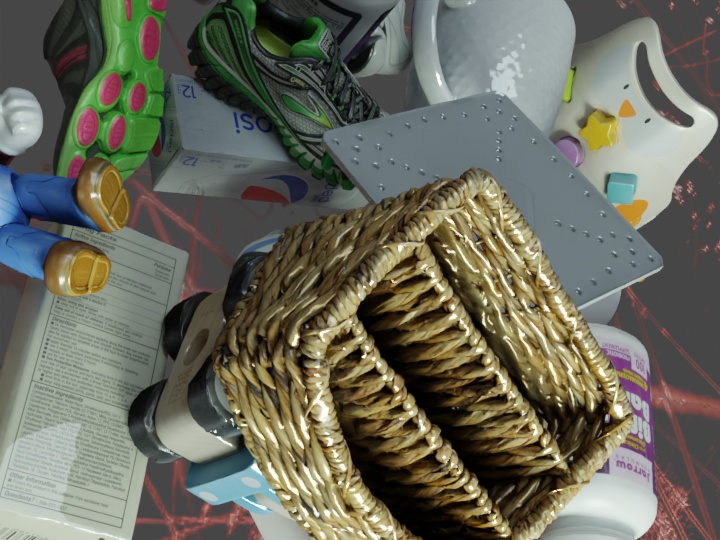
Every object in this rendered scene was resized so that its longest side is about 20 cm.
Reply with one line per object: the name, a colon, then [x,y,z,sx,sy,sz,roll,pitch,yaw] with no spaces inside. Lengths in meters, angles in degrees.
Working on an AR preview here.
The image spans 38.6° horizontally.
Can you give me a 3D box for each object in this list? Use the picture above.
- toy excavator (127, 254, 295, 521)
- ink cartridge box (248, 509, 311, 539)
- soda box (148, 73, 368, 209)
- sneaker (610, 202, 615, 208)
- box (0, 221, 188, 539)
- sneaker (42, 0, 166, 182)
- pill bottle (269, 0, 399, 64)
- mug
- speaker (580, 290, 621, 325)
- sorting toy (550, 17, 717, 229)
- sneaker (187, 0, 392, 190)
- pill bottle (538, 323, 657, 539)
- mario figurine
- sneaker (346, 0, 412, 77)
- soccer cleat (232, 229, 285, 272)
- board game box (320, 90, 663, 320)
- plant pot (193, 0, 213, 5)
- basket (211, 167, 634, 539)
toy excavator: [-0.038,0.121,0.623,0.199,0.099,0.197,35,52,-24]
ink cartridge box: [0.007,0.167,0.733,0.145,0.083,0.202,-22,79,-41]
soda box: [-0.071,-0.099,0.834,0.197,0.063,0.069,3,62,-35]
sneaker: [0.128,-0.019,0.816,0.198,0.082,0.079,-25,93,-34]
box: [-0.179,0.072,0.655,0.094,0.078,0.203,23,55,-24]
sneaker: [-0.195,-0.149,0.773,0.076,0.083,0.204,24,68,-47]
pill bottle: [-0.026,-0.239,0.848,0.110,0.200,0.113,14,59,-26]
mug: [0.099,-0.173,0.925,0.200,0.146,0.178,48,50,-46]
speaker: [0.135,0.007,0.913,0.197,0.081,0.082,7,62,-33]
sorting toy: [0.254,-0.149,1.016,0.106,0.180,0.202,-26,81,-41]
sneaker: [-0.034,-0.135,0.781,0.199,0.085,0.079,34,49,-17]
pill bottle: [0.186,0.156,0.848,0.111,0.112,0.203,22,54,-24]
mario figurine: [-0.246,-0.041,0.608,0.197,0.107,0.124,8,36,14]
sneaker: [-0.002,-0.276,0.981,0.080,0.075,0.203,-3,76,-44]
soccer cleat: [0.000,0.000,0.768,0.197,0.071,0.086,9,32,21]
board game box: [0.095,-0.043,0.750,0.198,0.026,0.201,-20,60,-38]
plant pot: [-0.172,-0.339,0.831,0.172,0.201,0.202,19,54,-4]
basket: [0.036,0.071,0.554,0.201,0.147,0.144,56,42,-26]
